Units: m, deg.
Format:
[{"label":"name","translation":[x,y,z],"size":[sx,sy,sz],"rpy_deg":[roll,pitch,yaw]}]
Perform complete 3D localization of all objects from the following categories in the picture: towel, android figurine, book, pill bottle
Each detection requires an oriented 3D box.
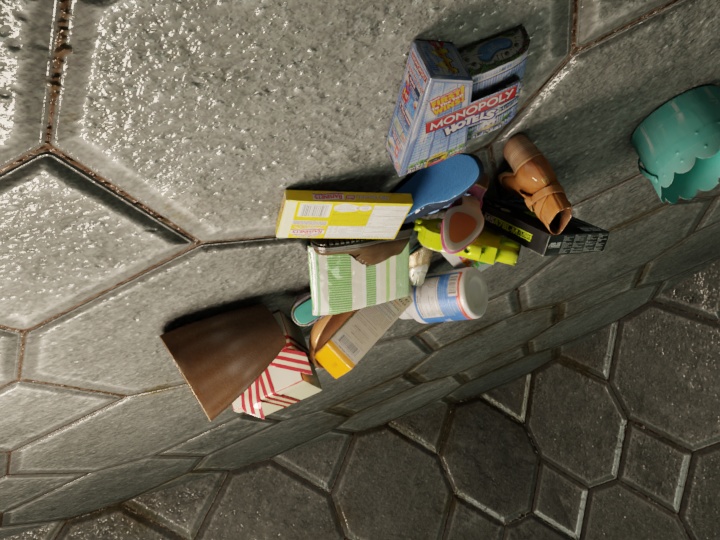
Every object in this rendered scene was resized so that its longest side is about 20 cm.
[{"label":"towel","translation":[0.000,0.000,1.202],"size":[0.199,0.023,0.154],"rpy_deg":[-14,118,-23]},{"label":"android figurine","translation":[0.188,-0.058,1.173],"size":[0.182,0.199,0.041],"rpy_deg":[-39,144,-66]},{"label":"book","translation":[0.252,-0.055,1.415],"size":[0.133,0.048,0.200],"rpy_deg":[-29,155,14]},{"label":"pill bottle","translation":[0.172,0.059,1.448],"size":[0.199,0.113,0.112],"rpy_deg":[-9,172,40]}]

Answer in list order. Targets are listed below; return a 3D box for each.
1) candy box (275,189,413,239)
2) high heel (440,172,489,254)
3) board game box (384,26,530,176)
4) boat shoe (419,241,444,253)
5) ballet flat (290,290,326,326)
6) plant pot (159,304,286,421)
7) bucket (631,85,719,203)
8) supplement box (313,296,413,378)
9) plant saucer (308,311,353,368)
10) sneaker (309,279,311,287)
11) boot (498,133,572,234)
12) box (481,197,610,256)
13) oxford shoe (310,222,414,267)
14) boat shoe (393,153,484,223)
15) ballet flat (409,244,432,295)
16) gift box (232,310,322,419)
[{"label":"candy box","translation":[-0.026,-0.085,1.017],"size":[0.198,0.027,0.102],"rpy_deg":[0,153,-17]},{"label":"high heel","translation":[0.166,-0.080,1.111],"size":[0.067,0.201,0.096],"rpy_deg":[23,140,-2]},{"label":"board game box","translation":[0.127,-0.227,0.845],"size":[0.199,0.062,0.200],"rpy_deg":[-22,160,-2]},{"label":"boat shoe","translation":[0.213,-0.064,1.289],"size":[0.198,0.063,0.073],"rpy_deg":[4,-166,-11]},{"label":"ballet flat","translation":[-0.054,0.046,1.324],"size":[0.199,0.072,0.072],"rpy_deg":[-27,160,-11]},{"label":"plant pot","translation":[-0.250,0.154,1.256],"size":[0.199,0.187,0.187],"rpy_deg":[-32,162,-18]},{"label":"bucket","translation":[0.620,-0.234,1.219],"size":[0.206,0.136,0.207],"rpy_deg":[-19,158,-8]},{"label":"supplement box","translation":[0.005,0.119,1.345],"size":[0.200,0.074,0.126],"rpy_deg":[-45,179,-25]},{"label":"plant saucer","translation":[-0.047,0.122,1.431],"size":[0.200,0.037,0.201],"rpy_deg":[-41,150,-30]},{"label":"sneaker","translation":[-0.003,-0.009,1.253],"size":[0.199,0.066,0.079],"rpy_deg":[-10,130,-15]},{"label":"boot","translation":[0.309,-0.131,1.121],"size":[0.076,0.156,0.200],"rpy_deg":[-28,158,0]},{"label":"box","translation":[0.330,-0.086,1.221],"size":[0.199,0.193,0.048],"rpy_deg":[-4,114,-39]},{"label":"oxford shoe","translation":[0.003,-0.039,1.122],"size":[0.199,0.073,0.085],"rpy_deg":[-6,127,-31]},{"label":"boat shoe","translation":[0.120,-0.137,1.057],"size":[0.199,0.085,0.068],"rpy_deg":[-19,174,43]},{"label":"ballet flat","translation":[0.104,0.014,1.393],"size":[0.070,0.066,0.200],"rpy_deg":[-10,156,-33]},{"label":"gift box","translation":[-0.188,0.214,1.404],"size":[0.184,0.201,0.187],"rpy_deg":[-29,157,3]}]
